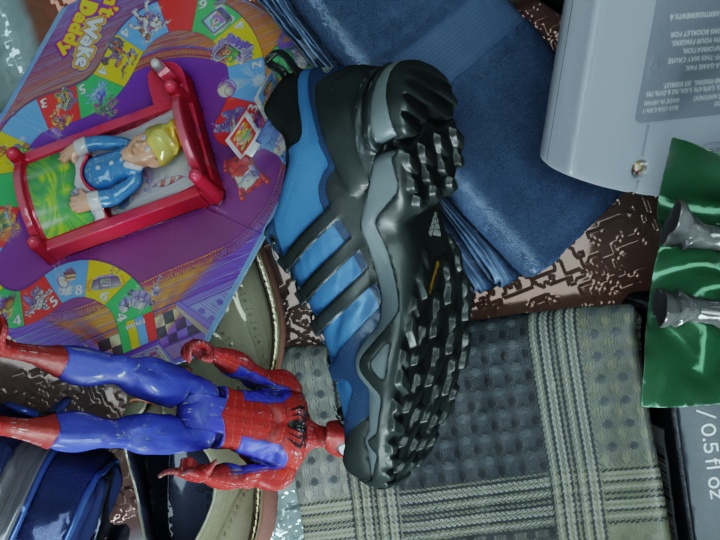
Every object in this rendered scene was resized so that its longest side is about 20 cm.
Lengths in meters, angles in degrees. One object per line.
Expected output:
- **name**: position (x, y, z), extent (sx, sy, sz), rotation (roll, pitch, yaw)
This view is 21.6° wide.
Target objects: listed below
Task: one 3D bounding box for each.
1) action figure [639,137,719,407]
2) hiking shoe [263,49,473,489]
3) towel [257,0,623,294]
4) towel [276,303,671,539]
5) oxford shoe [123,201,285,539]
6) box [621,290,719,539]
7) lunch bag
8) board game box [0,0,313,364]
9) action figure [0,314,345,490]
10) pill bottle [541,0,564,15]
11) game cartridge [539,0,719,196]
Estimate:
- **action figure**: position (0.226, 0.013, 0.809), extent (0.200, 0.055, 0.118), rotation (8, 86, -4)
- **hiking shoe**: position (0.000, 0.000, 0.866), extent (0.087, 0.074, 0.200), rotation (8, 104, 30)
- **towel**: position (0.042, -0.093, 0.909), extent (0.112, 0.049, 0.200), rotation (-39, 91, -32)
- **towel**: position (0.058, 0.124, 0.902), extent (0.192, 0.035, 0.200), rotation (-9, 85, 24)
- **oxford shoe**: position (-0.079, 0.050, 0.907), extent (0.071, 0.074, 0.201), rotation (-7, 90, 22)
- **box**: position (0.240, 0.096, 0.892), extent (0.200, 0.117, 0.197), rotation (-8, 91, 0)
- **lunch bag**: position (-0.187, 0.148, 0.887), extent (0.132, 0.136, 0.200), rotation (24, 90, 0)
- **board game box**: position (-0.115, -0.054, 0.895), extent (0.158, 0.039, 0.200), rotation (25, 80, 19)
- **action figure**: position (-0.079, 0.065, 0.850), extent (0.200, 0.052, 0.066), rotation (13, 71, -36)
- **pill bottle**: position (0.146, -0.215, 0.887), extent (0.112, 0.112, 0.200), rotation (36, 92, 0)
- **game cartridge**: position (0.172, -0.101, 0.869), extent (0.200, 0.040, 0.134), rotation (-7, 114, -31)
